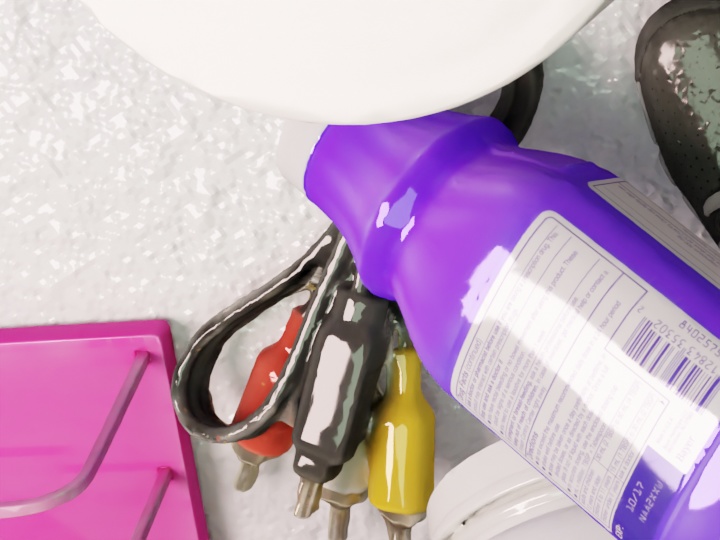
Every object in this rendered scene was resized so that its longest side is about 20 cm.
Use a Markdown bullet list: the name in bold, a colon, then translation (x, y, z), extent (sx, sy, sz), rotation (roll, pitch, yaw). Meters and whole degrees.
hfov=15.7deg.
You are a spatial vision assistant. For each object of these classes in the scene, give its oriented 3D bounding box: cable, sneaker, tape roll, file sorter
- **cable**: translation (0.000, 0.000, 0.878), extent (0.097, 0.050, 0.201), rotation (23, 106, 18)
- **sneaker**: translation (0.150, 0.009, 0.799), extent (0.075, 0.116, 0.200), rotation (-31, 106, 22)
- **tape roll**: translation (0.011, -0.155, 0.716), extent (0.202, 0.139, 0.203), rotation (8, 112, 19)
- **file sorter**: translation (-0.130, 0.137, 0.907), extent (0.138, 0.125, 0.201), rotation (-4, 114, 12)

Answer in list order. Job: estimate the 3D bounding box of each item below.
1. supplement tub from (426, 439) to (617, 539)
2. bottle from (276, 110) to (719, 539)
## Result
- **supplement tub**: translation (0.093, 0.158, 0.816), extent (0.144, 0.201, 0.145), rotation (-6, 150, -3)
- **bottle**: translation (0.058, 0.010, 0.780), extent (0.200, 0.065, 0.084), rotation (40, 118, 27)
